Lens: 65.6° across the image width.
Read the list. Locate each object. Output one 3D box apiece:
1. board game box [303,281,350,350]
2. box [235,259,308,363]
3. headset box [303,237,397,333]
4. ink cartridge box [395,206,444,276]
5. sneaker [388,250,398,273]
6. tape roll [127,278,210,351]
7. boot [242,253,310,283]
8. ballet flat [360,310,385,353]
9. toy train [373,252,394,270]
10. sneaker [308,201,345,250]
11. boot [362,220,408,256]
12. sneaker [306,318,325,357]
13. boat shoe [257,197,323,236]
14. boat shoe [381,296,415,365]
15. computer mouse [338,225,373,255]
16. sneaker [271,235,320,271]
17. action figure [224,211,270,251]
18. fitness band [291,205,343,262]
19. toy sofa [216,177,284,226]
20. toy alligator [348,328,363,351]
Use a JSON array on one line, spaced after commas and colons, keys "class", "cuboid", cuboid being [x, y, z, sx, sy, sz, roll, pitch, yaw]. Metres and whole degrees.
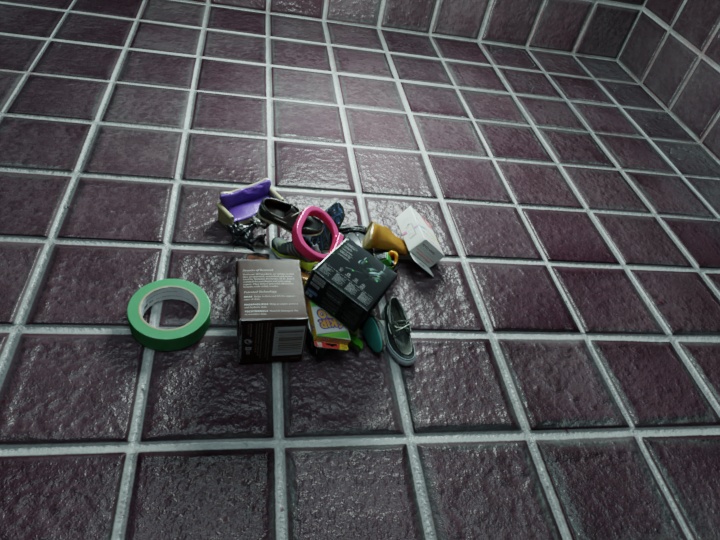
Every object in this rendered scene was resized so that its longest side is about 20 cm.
[{"class": "board game box", "cuboid": [-0.086, 0.114, 1.423, 0.094, 0.030, 0.202, 10, 44, -27]}, {"class": "box", "cuboid": [-0.226, 0.100, 1.390, 0.162, 0.167, 0.202, -1, 44, -15]}, {"class": "headset box", "cuboid": [-0.022, 0.029, 1.451, 0.173, 0.093, 0.200, 36, 41, 5]}, {"class": "ink cartridge box", "cuboid": [0.190, -0.090, 1.731, 0.116, 0.067, 0.202, 34, 28, -41]}, {"class": "sneaker", "cuboid": [0.047, 0.011, 1.622, 0.078, 0.078, 0.200, 31, 47, 15]}, {"class": "tape roll", "cuboid": [-0.478, 0.108, 1.403, 0.197, 0.049, 0.202, 8, 44, -7]}, {"class": "boot", "cuboid": [-0.222, 0.017, 1.516, 0.197, 0.069, 0.188, 18, 2, 2]}, {"class": "ballet flat", "cuboid": [0.027, 0.134, 1.498, 0.071, 0.073, 0.201, -17, 53, -29]}, {"class": "toy train", "cuboid": [0.000, 0.000, 1.568, 0.197, 0.057, 0.042, -18, 40, 18]}, {"class": "sneaker", "cuboid": [-0.117, -0.139, 1.712, 0.076, 0.076, 0.201, -5, 38, 44]}, {"class": "boot", "cuboid": [0.083, -0.085, 1.689, 0.143, 0.071, 0.202, 30, 20, -6]}, {"class": "sneaker", "cuboid": [-0.110, 0.135, 1.449, 0.078, 0.075, 0.202, -4, 45, -12]}, {"class": "boat shoe", "cuboid": [-0.196, -0.154, 1.606, 0.197, 0.068, 0.073, 19, 57, -13]}, {"class": "boat shoe", "cuboid": [0.099, 0.157, 1.487, 0.071, 0.072, 0.201, -4, 47, -19]}, {"class": "computer mouse", "cuboid": [-0.013, -0.081, 1.719, 0.136, 0.053, 0.202, -2, 45, -18]}, {"class": "sneaker", "cuboid": [-0.183, -0.068, 1.620, 0.198, 0.082, 0.074, 21, 34, 32]}, {"class": "action figure", "cuboid": [-0.318, -0.115, 1.636, 0.119, 0.102, 0.200, 40, 59, 7]}, {"class": "fitness band", "cuboid": [-0.119, -0.099, 1.554, 0.143, 0.037, 0.201, 39, 36, -16]}, {"class": "toy sofa", "cuboid": [-0.339, -0.203, 1.726, 0.199, 0.098, 0.083, -26, 55, -36]}, {"class": "toy alligator", "cuboid": [-0.050, 0.136, 1.478, 0.053, 0.060, 0.201, -8, 47, -22]}]
